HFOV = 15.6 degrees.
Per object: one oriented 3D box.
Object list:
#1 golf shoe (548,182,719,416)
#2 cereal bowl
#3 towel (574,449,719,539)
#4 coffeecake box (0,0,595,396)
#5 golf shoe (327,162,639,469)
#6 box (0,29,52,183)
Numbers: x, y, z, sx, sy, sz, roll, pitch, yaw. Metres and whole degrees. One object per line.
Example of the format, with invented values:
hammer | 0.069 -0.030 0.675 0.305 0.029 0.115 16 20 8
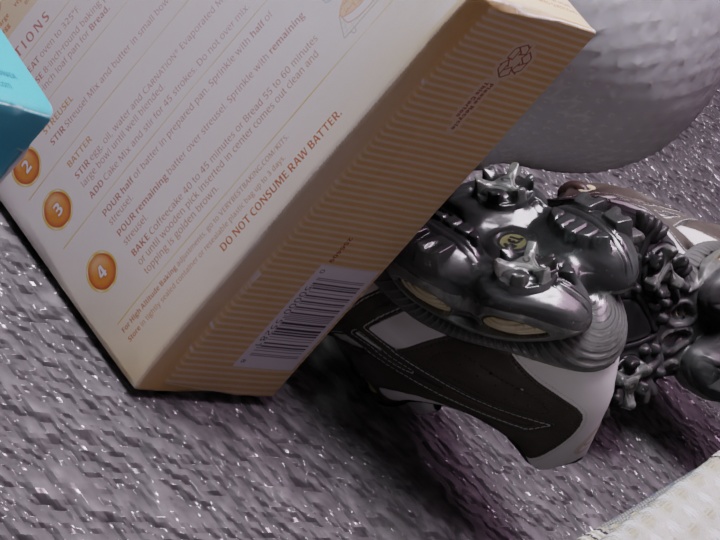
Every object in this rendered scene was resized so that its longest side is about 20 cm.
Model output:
golf shoe | 0.084 0.007 0.976 0.094 0.078 0.200 26 9 41
cereal bowl | 0.024 -0.094 0.886 0.200 0.083 0.200 34 -7 5
towel | 0.122 0.143 0.734 0.193 0.035 0.200 48 40 15
coffeecake box | -0.054 -0.088 0.785 0.200 0.154 0.073 52 23 25
golf shoe | 0.000 0.000 0.847 0.078 0.095 0.200 -30 43 -32
box | -0.161 -0.082 0.680 0.049 0.082 0.200 13 35 -52
